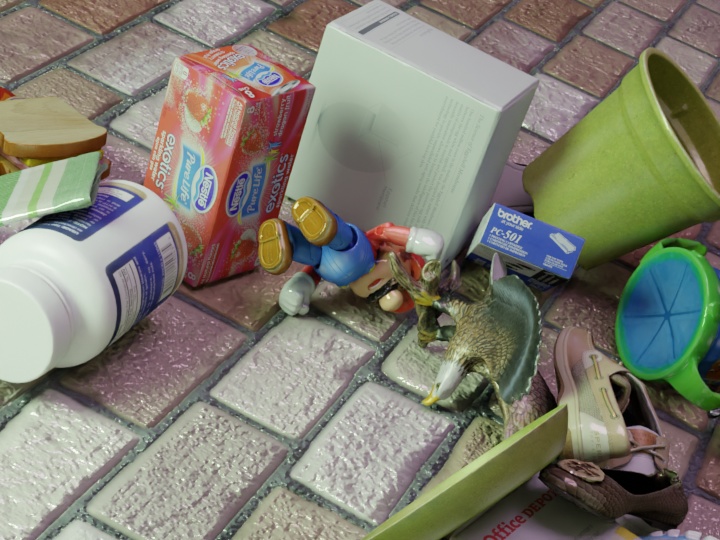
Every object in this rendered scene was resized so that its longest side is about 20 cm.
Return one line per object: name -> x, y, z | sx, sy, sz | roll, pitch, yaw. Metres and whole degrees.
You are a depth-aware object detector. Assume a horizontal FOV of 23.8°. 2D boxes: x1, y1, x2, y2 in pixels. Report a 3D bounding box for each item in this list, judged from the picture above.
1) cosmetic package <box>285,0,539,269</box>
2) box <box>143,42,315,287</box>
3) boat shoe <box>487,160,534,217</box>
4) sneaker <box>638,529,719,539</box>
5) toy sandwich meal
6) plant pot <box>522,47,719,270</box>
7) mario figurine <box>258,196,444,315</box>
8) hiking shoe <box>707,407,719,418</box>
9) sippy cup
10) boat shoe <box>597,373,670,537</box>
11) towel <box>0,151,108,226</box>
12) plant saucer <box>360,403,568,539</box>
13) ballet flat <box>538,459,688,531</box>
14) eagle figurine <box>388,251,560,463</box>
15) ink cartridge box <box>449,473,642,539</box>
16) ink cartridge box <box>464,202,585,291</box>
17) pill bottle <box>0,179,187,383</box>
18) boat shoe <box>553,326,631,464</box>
cosmetic package -> 0.048, -0.139, 1.754 | 0.200, 0.200, 0.123 | 29, 31, 15
box -> -0.129, -0.097, 1.576 | 0.095, 0.200, 0.100 | 35, 32, 27
boat shoe -> 0.161, -0.091, 1.889 | 0.199, 0.060, 0.074 | 2, 77, -21
sneaker -> 0.296, 0.277, 1.359 | 0.200, 0.075, 0.087 | 23, 35, 5
toy sandwich meal -> -0.338, -0.140, 1.647 | 0.205, 0.070, 0.205 | 15, 30, -9
plant pot -> 0.279, -0.099, 1.785 | 0.200, 0.184, 0.201 | 41, 30, -30
mario figurine -> 0.000, 0.000, 1.586 | 0.123, 0.106, 0.200 | 6, -8, 38
hiking shoe -> 0.418, 0.180, 1.605 | 0.101, 0.076, 0.200 | -42, 80, -14
sippy cup -> 0.346, 0.057, 1.702 | 0.130, 0.178, 0.140 | 16, -7, -30
boat shoe -> 0.233, 0.166, 1.501 | 0.075, 0.069, 0.200 | 14, 32, -16
towel -> -0.315, -0.051, 1.438 | 0.199, 0.023, 0.153 | -15, 18, 1
plant saucer -> 0.083, 0.169, 1.303 | 0.031, 0.200, 0.200 | 55, 37, 6
ballet flat -> 0.207, 0.170, 1.351 | 0.067, 0.046, 0.200 | 36, 10, 40
eagle figurine -> 0.119, 0.076, 1.528 | 0.200, 0.151, 0.152 | 32, 15, 39
ink cartridge box -> 0.169, 0.258, 1.295 | 0.200, 0.084, 0.145 | 34, 31, 21
ink cartridge box -> 0.159, -0.021, 1.683 | 0.094, 0.044, 0.200 | 22, -4, 1
pill bottle -> -0.239, 0.011, 1.412 | 0.120, 0.120, 0.200 | 28, 30, 12
boat shoe -> 0.205, 0.109, 1.488 | 0.065, 0.072, 0.200 | -7, 23, 10
